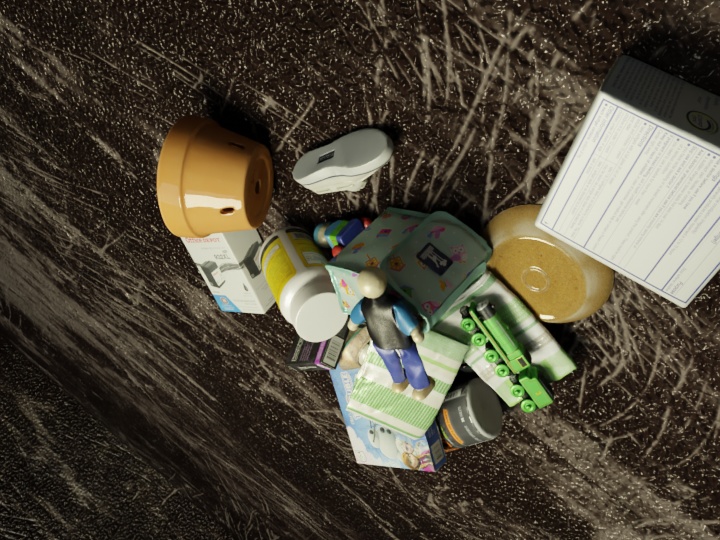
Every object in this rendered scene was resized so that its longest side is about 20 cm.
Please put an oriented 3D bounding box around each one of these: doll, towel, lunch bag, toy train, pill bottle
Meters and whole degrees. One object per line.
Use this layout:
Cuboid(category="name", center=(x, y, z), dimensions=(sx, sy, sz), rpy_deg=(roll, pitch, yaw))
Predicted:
Cuboid(category="doll", center=(0.037, 0.083, 0.822), dimensions=(0.134, 0.049, 0.204), rpy_deg=(11, 134, 41))
Cuboid(category="towel", center=(0.210, 0.110, 0.934), dimensions=(0.200, 0.031, 0.149), rpy_deg=(45, 131, -3))
Cuboid(category="lunch bag", center=(0.073, 0.000, 0.896), dimensions=(0.197, 0.170, 0.125), rpy_deg=(15, 136, 45))
Cuboid(category="toy train", center=(0.217, 0.125, 0.903), dimensions=(0.056, 0.042, 0.202), rpy_deg=(-31, 103, 27))
Cuboid(category="pill bottle", center=(-0.098, 0.022, 1.053), dimensions=(0.201, 0.111, 0.117), rpy_deg=(-125, 19, -49))
Cuboid(category="pill bottle", center=(0.154, 0.276, 1.123), dimensions=(0.198, 0.107, 0.107), rpy_deg=(-31, 104, 40))
Cuboid(category="toy train", center=(0.000, 0.000, 1.060), dimensions=(0.114, 0.085, 0.202), rpy_deg=(15, 143, 52))
Cuboid(category="towel", center=(0.069, 0.171, 0.986), dimensions=(0.148, 0.023, 0.205), rpy_deg=(22, 115, 4))

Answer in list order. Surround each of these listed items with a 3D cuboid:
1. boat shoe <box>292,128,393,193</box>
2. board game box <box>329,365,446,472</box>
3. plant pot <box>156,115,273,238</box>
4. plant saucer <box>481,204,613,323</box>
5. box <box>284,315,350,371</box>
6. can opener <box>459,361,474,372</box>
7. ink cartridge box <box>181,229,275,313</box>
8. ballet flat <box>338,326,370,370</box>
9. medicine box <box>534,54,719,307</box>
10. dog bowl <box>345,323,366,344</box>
Cuboid(category="boat shoe", center=(-0.017, -0.157, 0.941), dimensions=(0.196, 0.073, 0.069), rpy_deg=(-11, 146, 41))
Cuboid(category="board game box", center=(0.043, 0.253, 1.108), dimensions=(0.196, 0.043, 0.206), rpy_deg=(-11, 99, 46))
Cuboid(category="plant pot", center=(-0.233, -0.149, 1.037), dimensions=(0.135, 0.203, 0.204), rpy_deg=(9, 134, 11))
Cuboid(category="plant saucer", center=(0.254, 0.004, 0.871), dimensions=(0.196, 0.036, 0.204), rpy_deg=(23, 137, 23))
Cuboid(category="box", center=(-0.072, 0.111, 1.126), dimensions=(0.035, 0.147, 0.199), rpy_deg=(26, 160, -18))
Cuboid(category="can opener", center=(0.227, 0.129, 1.001), dimensions=(0.196, 0.077, 0.066), rpy_deg=(-16, 77, 43))
Cuboid(category="ink cartridge box", center=(-0.260, -0.020, 1.247), dimensions=(0.142, 0.084, 0.204), rpy_deg=(2, 126, 40))
Cuboid(category="ballet flat", center=(0.037, 0.111, 1.020), dimensions=(0.201, 0.067, 0.068), rpy_deg=(-51, 48, 17))
Cuboid(category="medicine box", center=(0.321, -0.095, 0.668), dimensions=(0.196, 0.103, 0.185), rpy_deg=(30, 140, 14))
Cuboid(category="dog bowl", center=(0.039, 0.151, 1.158), dimensions=(0.196, 0.074, 0.204), rpy_deg=(23, 137, 23))
